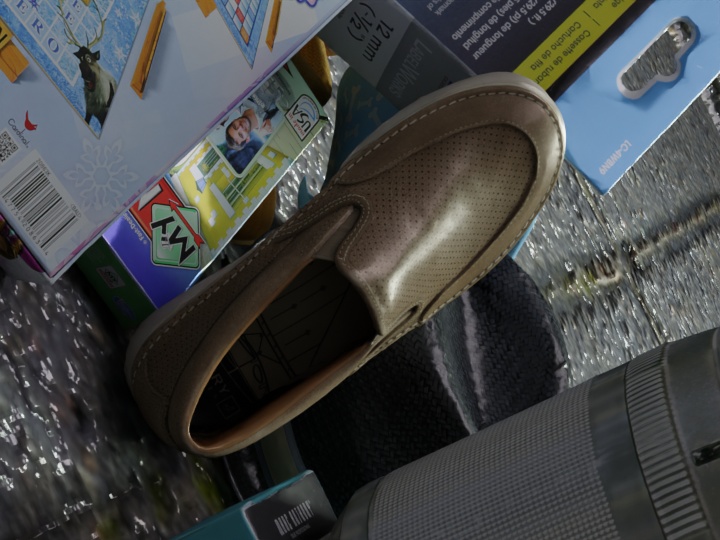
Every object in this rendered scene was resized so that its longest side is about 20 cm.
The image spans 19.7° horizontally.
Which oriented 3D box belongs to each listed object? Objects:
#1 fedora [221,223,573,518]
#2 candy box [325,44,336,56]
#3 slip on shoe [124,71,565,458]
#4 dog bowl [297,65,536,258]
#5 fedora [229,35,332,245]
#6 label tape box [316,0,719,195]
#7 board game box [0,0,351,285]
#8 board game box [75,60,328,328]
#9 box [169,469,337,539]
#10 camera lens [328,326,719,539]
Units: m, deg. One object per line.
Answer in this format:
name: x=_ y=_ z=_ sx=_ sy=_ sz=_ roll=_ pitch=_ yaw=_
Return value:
fedora: x=0.030 y=0.053 z=0.877 sx=0.200 sy=0.092 sz=0.201 roll=21 pitch=52 yaw=-29
candy box: x=-0.060 y=-0.188 z=0.995 sx=0.200 sy=0.115 sz=0.055 roll=52 pitch=52 yaw=-35
slip on shoe: x=0.000 y=0.000 z=0.789 sx=0.076 sy=0.200 sz=0.061 roll=59 pitch=-5 yaw=-24
dog bowl: x=0.028 y=-0.029 z=0.981 sx=0.111 sy=0.200 sz=0.050 roll=18 pitch=57 yaw=-5
fedora: x=-0.073 y=-0.112 z=0.941 sx=0.201 sy=0.082 sz=0.201 roll=53 pitch=21 yaw=-30
label tape box: x=0.060 y=-0.129 z=0.889 sx=0.200 sy=0.066 sz=0.143 roll=43 pitch=61 yaw=3
board game box: x=-0.106 y=-0.135 z=0.741 sx=0.041 sy=0.200 sz=0.200 roll=6 pitch=-44 yaw=56
board game box: x=-0.105 y=-0.097 z=0.817 sx=0.200 sy=0.029 sz=0.135 roll=56 pitch=49 yaw=-23
box: x=-0.007 y=0.180 z=0.767 sx=0.201 sy=0.049 sz=0.082 roll=64 pitch=17 yaw=3
camera lens: x=0.098 y=0.119 z=0.736 sx=0.160 sy=0.199 sz=0.160 roll=54 pitch=19 yaw=-29
